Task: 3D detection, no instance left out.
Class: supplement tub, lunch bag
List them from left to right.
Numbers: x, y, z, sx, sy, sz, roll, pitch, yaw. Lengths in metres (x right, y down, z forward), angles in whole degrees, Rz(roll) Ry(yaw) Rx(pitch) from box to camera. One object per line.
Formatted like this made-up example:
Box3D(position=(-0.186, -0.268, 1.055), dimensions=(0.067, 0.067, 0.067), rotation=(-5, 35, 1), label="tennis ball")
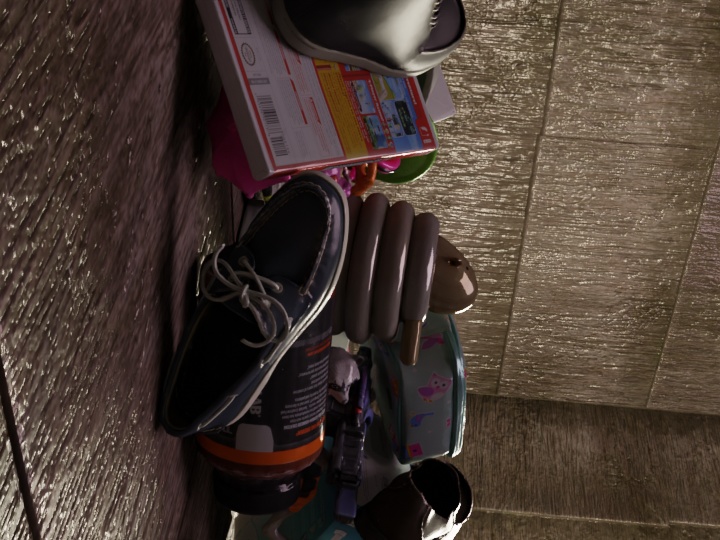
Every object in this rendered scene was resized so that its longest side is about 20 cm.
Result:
Box3D(position=(-0.076, 0.087, 0.890), dimensions=(0.107, 0.106, 0.202), rotation=(-78, 173, -70), label="supplement tub")
Box3D(position=(0.045, 0.074, 1.094), dimensions=(0.201, 0.076, 0.161), rotation=(-106, -172, -47), label="lunch bag")

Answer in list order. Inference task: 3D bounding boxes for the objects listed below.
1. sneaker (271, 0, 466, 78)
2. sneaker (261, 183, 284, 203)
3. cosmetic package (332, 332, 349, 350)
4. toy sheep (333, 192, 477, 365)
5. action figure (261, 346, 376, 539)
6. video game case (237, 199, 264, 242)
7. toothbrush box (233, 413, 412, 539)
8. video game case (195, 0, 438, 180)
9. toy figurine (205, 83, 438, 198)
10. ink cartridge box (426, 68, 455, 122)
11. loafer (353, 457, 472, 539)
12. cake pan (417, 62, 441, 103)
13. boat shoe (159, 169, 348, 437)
Box3D(position=(0.041, -0.191, 0.813), dimensions=(0.199, 0.106, 0.075), rotation=(-14, 85, -51), label="sneaker")
Box3D(position=(-0.059, -0.087, 1.145), dimensions=(0.200, 0.076, 0.076), rotation=(82, -10, -88), label="sneaker")
Box3D(position=(-0.055, 0.032, 1.198), dimensions=(0.200, 0.084, 0.109), rotation=(98, -13, -67), label="cosmetic package")
Box3D(position=(0.000, 0.000, 0.953), dimensions=(0.138, 0.198, 0.139), rotation=(9, 90, -90), label="toy sheep")
Box3D(position=(-0.050, 0.151, 0.991), dimensions=(0.201, 0.104, 0.194), rotation=(-86, -162, -60), label="action figure")
Box3D(position=(-0.108, 0.053, 1.106), dimensions=(0.144, 0.018, 0.201), rotation=(-82, 176, -47), label="video game case")
Box3D(position=(-0.038, 0.248, 1.100), dimensions=(0.200, 0.085, 0.147), rotation=(-49, -156, 23), label="toothbrush box")
Box3D(position=(-0.026, -0.143, 0.814), dimensions=(0.199, 0.017, 0.144), rotation=(-15, 86, -51), label="video game case")
Box3D(position=(-0.040, -0.107, 0.884), dimensions=(0.150, 0.200, 0.184), rotation=(-37, -166, 33), label="toy figurine")
Box3D(position=(-0.004, -0.182, 1.110), dimensions=(0.200, 0.067, 0.116), rotation=(-2, -71, 61), label="ink cartridge box")
Box3D(position=(0.064, 0.199, 0.986), dimensions=(0.071, 0.073, 0.200), rotation=(-44, 168, 16), label="loafer")
Box3D(position=(-0.009, -0.203, 0.990), dimensions=(0.037, 0.199, 0.202), rotation=(-29, 132, -45), label="cake pan")
Box3D(position=(-0.075, 0.025, 0.758), dimensions=(0.201, 0.075, 0.062), rotation=(-55, 169, 16), label="boat shoe")
